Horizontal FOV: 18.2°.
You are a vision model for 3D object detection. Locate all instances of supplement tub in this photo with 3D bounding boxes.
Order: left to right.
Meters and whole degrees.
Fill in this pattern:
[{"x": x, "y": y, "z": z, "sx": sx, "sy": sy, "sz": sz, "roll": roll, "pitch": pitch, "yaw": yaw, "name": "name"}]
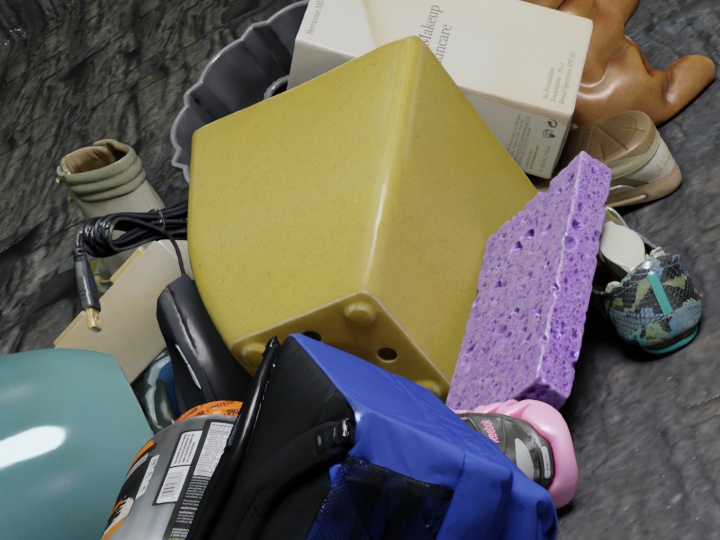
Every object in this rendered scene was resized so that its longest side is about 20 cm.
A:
[{"x": -0.093, "y": 0.167, "z": 1.345, "sx": 0.122, "sy": 0.123, "sz": 0.200, "roll": -25, "pitch": 19, "yaw": 18, "name": "supplement tub"}]

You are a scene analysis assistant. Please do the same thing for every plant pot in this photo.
[{"x": -0.213, "y": 0.143, "z": 1.496, "sx": 0.161, "sy": 0.201, "sz": 0.201, "roll": -24, "pitch": 17, "yaw": -10, "name": "plant pot"}, {"x": 0.000, "y": 0.000, "z": 1.534, "sx": 0.195, "sy": 0.194, "sz": 0.200, "roll": -22, "pitch": 37, "yaw": 26, "name": "plant pot"}]

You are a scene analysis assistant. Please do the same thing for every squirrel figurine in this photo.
[{"x": 0.138, "y": -0.173, "z": 1.734, "sx": 0.200, "sy": 0.187, "sz": 0.141, "roll": -42, "pitch": 22, "yaw": -27, "name": "squirrel figurine"}]

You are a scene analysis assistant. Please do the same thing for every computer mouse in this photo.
[{"x": -0.123, "y": 0.042, "z": 1.549, "sx": 0.140, "sy": 0.200, "sz": 0.046, "roll": -4, "pitch": -14, "yaw": -40, "name": "computer mouse"}]

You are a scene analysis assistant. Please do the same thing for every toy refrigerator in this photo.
[{"x": -0.189, "y": 0.053, "z": 1.746, "sx": 0.200, "sy": 0.070, "sz": 0.076, "roll": -45, "pitch": -1, "yaw": 21, "name": "toy refrigerator"}]

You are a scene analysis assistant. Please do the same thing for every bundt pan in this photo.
[{"x": -0.042, "y": -0.113, "z": 1.715, "sx": 0.202, "sy": 0.076, "sz": 0.202, "roll": -21, "pitch": 43, "yaw": 21, "name": "bundt pan"}]

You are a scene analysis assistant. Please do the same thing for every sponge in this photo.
[{"x": 0.103, "y": 0.028, "z": 1.409, "sx": 0.112, "sy": 0.030, "sz": 0.200, "roll": -43, "pitch": 21, "yaw": 43, "name": "sponge"}]

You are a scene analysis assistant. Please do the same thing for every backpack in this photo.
[{"x": -0.004, "y": 0.163, "z": 1.164, "sx": 0.200, "sy": 0.168, "sz": 0.163, "roll": -64, "pitch": 15, "yaw": 6, "name": "backpack"}]

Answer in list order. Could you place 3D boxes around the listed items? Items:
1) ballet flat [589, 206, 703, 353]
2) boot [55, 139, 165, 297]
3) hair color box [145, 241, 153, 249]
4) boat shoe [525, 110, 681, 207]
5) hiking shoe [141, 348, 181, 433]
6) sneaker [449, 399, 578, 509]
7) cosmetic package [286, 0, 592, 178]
[{"x": 0.167, "y": -0.007, "z": 1.460, "sx": 0.074, "sy": 0.074, "sz": 0.200, "roll": -34, "pitch": 19, "yaw": -6, "name": "ballet flat"}, {"x": -0.223, "y": -0.040, "z": 2.010, "sx": 0.072, "sy": 0.155, "sz": 0.200, "roll": -42, "pitch": 21, "yaw": -27, "name": "boot"}, {"x": -0.066, "y": -0.012, "z": 1.786, "sx": 0.200, "sy": 0.099, "sz": 0.061, "roll": -26, "pitch": 19, "yaw": 16, "name": "hair color box"}, {"x": 0.138, "y": -0.058, "z": 1.643, "sx": 0.200, "sy": 0.065, "sz": 0.071, "roll": -12, "pitch": 42, "yaw": 37, "name": "boat shoe"}, {"x": -0.097, "y": 0.070, "z": 1.667, "sx": 0.087, "sy": 0.074, "sz": 0.200, "roll": -22, "pitch": 21, "yaw": 28, "name": "hiking shoe"}, {"x": 0.029, "y": 0.117, "z": 1.313, "sx": 0.095, "sy": 0.079, "sz": 0.200, "roll": -18, "pitch": 4, "yaw": -42, "name": "sneaker"}, {"x": 0.056, "y": -0.147, "z": 1.599, "sx": 0.073, "sy": 0.200, "sz": 0.104, "roll": 105, "pitch": 180, "yaw": -51, "name": "cosmetic package"}]
